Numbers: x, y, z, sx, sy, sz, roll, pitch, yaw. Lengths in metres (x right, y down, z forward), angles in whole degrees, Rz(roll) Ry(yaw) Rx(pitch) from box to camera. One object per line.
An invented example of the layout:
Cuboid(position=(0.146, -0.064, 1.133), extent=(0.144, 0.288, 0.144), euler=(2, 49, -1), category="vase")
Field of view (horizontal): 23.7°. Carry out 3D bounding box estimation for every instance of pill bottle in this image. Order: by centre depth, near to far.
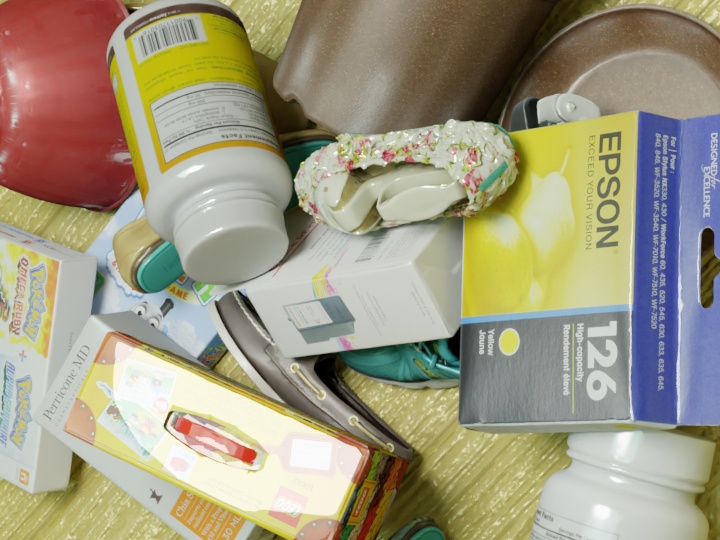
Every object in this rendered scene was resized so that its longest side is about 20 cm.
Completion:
Cuboid(position=(0.164, 0.197, 1.130), extent=(0.113, 0.113, 0.201), euler=(15, 90, 32), category="pill bottle")
Cuboid(position=(-0.114, -0.093, 1.249), extent=(0.109, 0.109, 0.201), euler=(-31, 59, 23), category="pill bottle")

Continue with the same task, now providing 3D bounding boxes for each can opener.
Cuboid(position=(0.145, -0.026, 1.181), extent=(0.066, 0.052, 0.201), euler=(-31, 61, 60), category="can opener")

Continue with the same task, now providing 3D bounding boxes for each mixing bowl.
Cuboid(position=(-0.267, -0.140, 1.401), extent=(0.200, 0.108, 0.201), euler=(16, 111, 49), category="mixing bowl")

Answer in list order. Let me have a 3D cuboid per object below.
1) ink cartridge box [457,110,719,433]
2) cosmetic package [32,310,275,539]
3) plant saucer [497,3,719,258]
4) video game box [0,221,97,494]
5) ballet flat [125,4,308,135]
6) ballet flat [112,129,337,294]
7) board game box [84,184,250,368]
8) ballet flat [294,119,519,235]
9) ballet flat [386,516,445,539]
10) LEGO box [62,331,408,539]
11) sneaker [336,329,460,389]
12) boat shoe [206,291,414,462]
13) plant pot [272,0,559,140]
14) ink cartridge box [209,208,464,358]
Cuboid(position=(0.149, 0.002, 1.095), extent=(0.199, 0.047, 0.199), euler=(-8, 75, 46), category="ink cartridge box")
Cuboid(position=(-0.141, 0.128, 1.320), extent=(0.200, 0.071, 0.102), euler=(34, 102, 16), category="cosmetic package")
Cuboid(position=(0.191, -0.085, 1.205), extent=(0.200, 0.037, 0.202), euler=(-6, 79, 30), category="plant saucer")
Cuboid(position=(-0.304, 0.064, 1.438), extent=(0.182, 0.047, 0.201), euler=(18, 105, 36), category="video game box")
Cuboid(position=(-0.128, -0.160, 1.382), extent=(0.200, 0.063, 0.069), euler=(29, 95, 31), category="ballet flat")
Cuboid(position=(-0.108, -0.060, 1.333), extent=(0.200, 0.069, 0.063), euler=(-33, 46, -10), category="ballet flat")
Cuboid(position=(-0.170, 0.027, 1.402), extent=(0.200, 0.037, 0.151), euler=(-50, 61, 14), category="board game box")
Cuboid(position=(0.017, -0.057, 1.155), extent=(0.199, 0.076, 0.064), euler=(-14, 32, 44), category="ballet flat")
Cuboid(position=(0.001, 0.267, 1.247), extent=(0.074, 0.074, 0.201), euler=(18, 89, 32), category="ballet flat")
Cuboid(position=(-0.080, 0.122, 1.185), extent=(0.199, 0.149, 0.077), euler=(23, 86, 15), category="LEGO box")
Cuboid(position=(0.062, 0.046, 1.234), extent=(0.199, 0.080, 0.078), euler=(1, 83, 34), category="sneaker")
Cuboid(position=(-0.039, 0.085, 1.293), extent=(0.060, 0.072, 0.200), euler=(-43, 70, 8), category="boat shoe")
Cuboid(position=(0.043, -0.190, 1.230), extent=(0.200, 0.200, 0.199), euler=(37, 109, 30), category="plant pot")
Cuboid(position=(0.000, 0.000, 1.243), extent=(0.199, 0.117, 0.067), euler=(-9, 120, 41), category="ink cartridge box")
